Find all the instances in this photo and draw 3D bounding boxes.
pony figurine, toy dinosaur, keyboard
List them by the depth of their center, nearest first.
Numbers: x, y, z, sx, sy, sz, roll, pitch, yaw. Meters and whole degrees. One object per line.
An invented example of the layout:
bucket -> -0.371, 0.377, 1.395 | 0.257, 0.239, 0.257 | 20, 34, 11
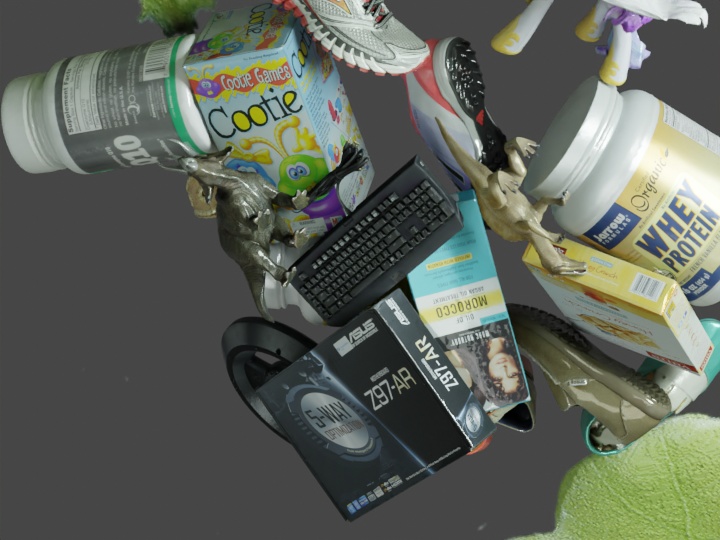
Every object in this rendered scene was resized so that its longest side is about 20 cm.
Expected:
pony figurine -> 0.207, -0.251, 1.488 | 0.193, 0.167, 0.200 | 18, 144, 10
toy dinosaur -> 0.122, -0.069, 1.544 | 0.200, 0.058, 0.101 | 49, 153, 11
keyboard -> -0.004, -0.040, 1.606 | 0.127, 0.021, 0.200 | 51, 128, 2
toy dinosaur -> -0.100, -0.043, 1.628 | 0.102, 0.077, 0.200 | 27, 150, 39

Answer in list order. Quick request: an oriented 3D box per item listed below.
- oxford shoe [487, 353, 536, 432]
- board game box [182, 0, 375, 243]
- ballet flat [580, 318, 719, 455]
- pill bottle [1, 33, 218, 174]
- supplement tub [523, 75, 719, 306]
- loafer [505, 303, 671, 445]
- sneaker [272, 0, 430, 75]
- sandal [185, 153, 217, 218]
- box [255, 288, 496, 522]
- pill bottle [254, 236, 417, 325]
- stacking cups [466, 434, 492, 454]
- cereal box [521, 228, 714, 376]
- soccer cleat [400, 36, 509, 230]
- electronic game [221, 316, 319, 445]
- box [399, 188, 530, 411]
oxford shoe -> 0.119, 0.111, 1.750 | 0.071, 0.074, 0.200 | -31, 149, 29
board game box -> -0.073, -0.139, 1.653 | 0.103, 0.105, 0.200 | -8, 123, 20
ballet flat -> 0.297, 0.128, 1.779 | 0.067, 0.070, 0.200 | 36, 126, -16
pill bottle -> -0.230, -0.153, 1.676 | 0.200, 0.113, 0.113 | -8, 124, 20
supplement tub -> 0.262, -0.073, 1.593 | 0.200, 0.145, 0.144 | 30, 127, -9
loafer -> 0.208, 0.102, 1.741 | 0.200, 0.076, 0.068 | 35, 105, 22
sneaker -> -0.019, -0.247, 1.564 | 0.200, 0.078, 0.082 | 38, 120, -1
sandal -> -0.131, -0.068, 1.741 | 0.078, 0.070, 0.212 | -14, 121, 23
box -> 0.012, 0.130, 1.663 | 0.200, 0.044, 0.160 | -36, 88, 43
pill bottle -> 0.000, 0.000, 1.721 | 0.200, 0.111, 0.111 | 4, 127, 4
stacking cups -> 0.089, 0.159, 1.792 | 0.060, 0.200, 0.061 | -1, 85, 16
cereal box -> 0.243, 0.033, 1.647 | 0.144, 0.040, 0.200 | 22, 169, 27
soccer cleat -> 0.088, -0.127, 1.654 | 0.073, 0.068, 0.200 | 2, 128, 33
electronic game -> -0.064, 0.125, 1.846 | 0.200, 0.042, 0.200 | 29, 148, 21
box -> 0.093, 0.033, 1.640 | 0.082, 0.049, 0.200 | -16, 103, 5
